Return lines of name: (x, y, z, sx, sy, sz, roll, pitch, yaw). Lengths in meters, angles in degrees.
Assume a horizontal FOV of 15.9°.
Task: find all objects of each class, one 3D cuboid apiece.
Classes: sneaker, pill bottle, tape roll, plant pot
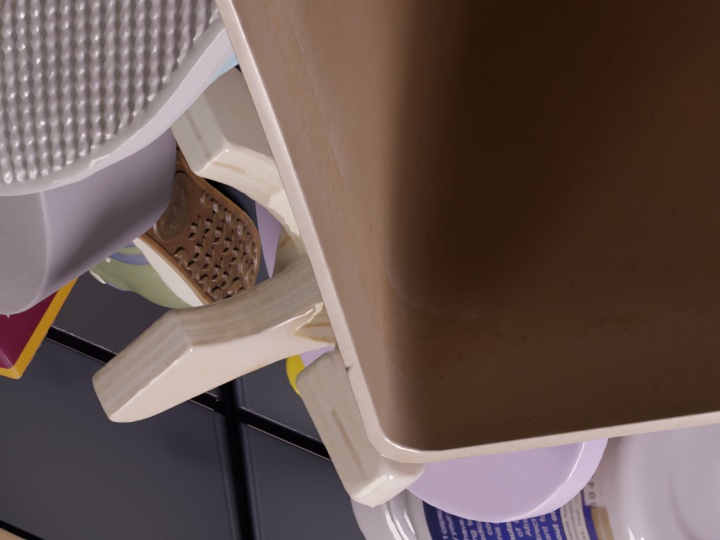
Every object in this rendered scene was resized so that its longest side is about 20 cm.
sneaker: (-0.057, -0.091, 0.881, 0.200, 0.082, 0.074, -34, 80, 25)
sneaker: (-0.122, -0.045, 1.144, 0.089, 0.067, 0.200, 10, 152, 29)
pill bottle: (0.090, 0.090, 1.134, 0.120, 0.120, 0.199, 42, 152, -29)
tape roll: (-0.159, -0.085, 1.009, 0.200, 0.066, 0.201, 37, 146, 30)
plant pot: (0.080, -0.092, 0.643, 0.198, 0.178, 0.201, -8, 138, 9)

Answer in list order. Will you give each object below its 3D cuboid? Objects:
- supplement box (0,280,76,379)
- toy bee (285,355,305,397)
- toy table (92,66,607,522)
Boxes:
supplement box: (-0.223, -0.044, 1.231, 0.110, 0.086, 0.200, 15, 154, 27)
toy bee: (0.021, 0.011, 1.064, 0.200, 0.131, 0.109, 12, 129, 54)
toy table: (0.000, 0.000, 0.941, 0.117, 0.184, 0.200, 1, -135, -55)
